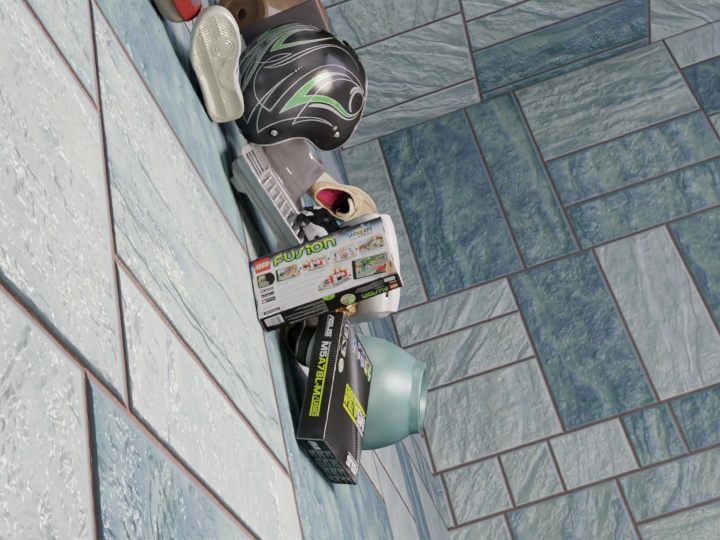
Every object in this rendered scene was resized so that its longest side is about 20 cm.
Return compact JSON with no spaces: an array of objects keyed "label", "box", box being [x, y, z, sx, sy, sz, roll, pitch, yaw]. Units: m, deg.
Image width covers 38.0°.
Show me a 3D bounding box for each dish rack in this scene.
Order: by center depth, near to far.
[{"label":"dish rack","box":[-0.135,-0.097,1.601,0.200,0.043,0.172,56,6,-9]}]

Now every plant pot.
[{"label":"plant pot","box":[0.043,0.210,1.768,0.200,0.133,0.202,3,90,-80]},{"label":"plant pot","box":[-0.182,-0.465,1.972,0.174,0.199,0.201,5,66,-67]}]

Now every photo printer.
[{"label":"photo printer","box":[0.000,0.000,1.663,0.200,0.069,0.167,163,-75,-65]}]

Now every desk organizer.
[{"label":"desk organizer","box":[-0.152,-0.373,1.728,0.077,0.199,0.072,-122,-171,-84]}]

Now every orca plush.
[{"label":"orca plush","box":[-0.041,-0.052,1.582,0.105,0.071,0.200,55,7,-18]}]

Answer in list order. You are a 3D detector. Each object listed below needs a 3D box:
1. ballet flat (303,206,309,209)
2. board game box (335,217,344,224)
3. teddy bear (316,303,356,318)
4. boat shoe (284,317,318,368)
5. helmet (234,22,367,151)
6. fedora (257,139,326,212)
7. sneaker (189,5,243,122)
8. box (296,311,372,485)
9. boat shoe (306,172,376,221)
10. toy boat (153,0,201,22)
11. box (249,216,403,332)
[{"label":"ballet flat","box":[-0.089,-0.034,2.120,0.064,0.067,0.201,-2,71,-57]},{"label":"board game box","box":[-0.049,-0.049,2.072,0.127,0.034,0.200,68,16,7]},{"label":"teddy bear","box":[-0.077,0.024,1.586,0.200,0.144,0.067,5,106,-65]},{"label":"boat shoe","box":[-0.085,0.098,1.576,0.201,0.060,0.072,-69,174,-80]},{"label":"helmet","box":[-0.105,-0.284,1.625,0.190,0.200,0.201,10,53,-40]},{"label":"fedora","box":[-0.122,-0.202,1.909,0.177,0.090,0.200,58,4,-13]},{"label":"sneaker","box":[-0.210,-0.309,1.498,0.200,0.075,0.085,95,-18,-52]},{"label":"box","box":[-0.032,0.188,1.520,0.200,0.047,0.194,66,27,-57]},{"label":"boat shoe","box":[-0.037,-0.130,2.046,0.200,0.074,0.069,24,24,-42]},{"label":"toy boat","box":[-0.235,-0.444,1.421,0.131,0.130,0.201,64,9,-62]},{"label":"box","box":[-0.049,0.004,1.447,0.035,0.199,0.110,66,7,-49]}]
